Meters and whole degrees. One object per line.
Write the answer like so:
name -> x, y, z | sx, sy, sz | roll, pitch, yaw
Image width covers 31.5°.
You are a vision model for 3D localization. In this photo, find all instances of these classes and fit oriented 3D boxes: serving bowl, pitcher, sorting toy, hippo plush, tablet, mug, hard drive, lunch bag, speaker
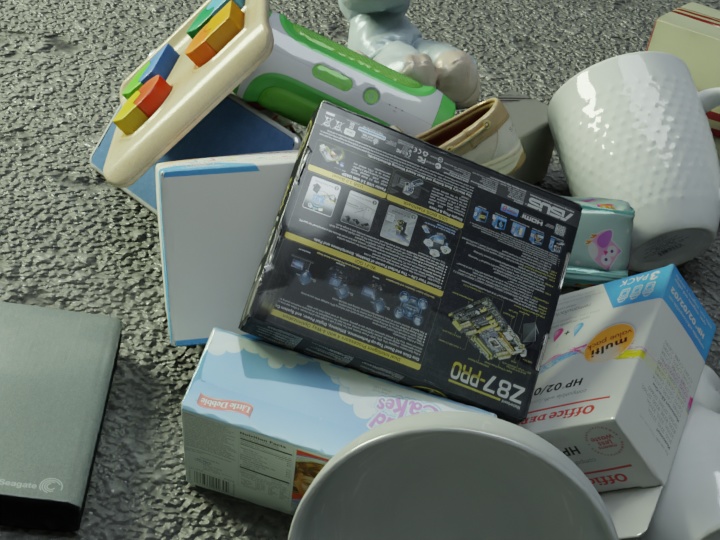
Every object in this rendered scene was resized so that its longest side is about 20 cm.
serving bowl -> 0.058, 0.166, 0.768 | 0.198, 0.202, 0.066 | 15, 26, 4
pitcher -> 0.213, 0.156, 0.917 | 0.170, 0.122, 0.200 | -12, 26, 0
sorting toy -> -0.150, -0.175, 1.089 | 0.036, 0.185, 0.200 | 43, 16, -26
hippo plush -> 0.040, -0.241, 1.272 | 0.158, 0.162, 0.200 | -2, 0, 0
tablet -> -0.153, -0.107, 1.160 | 0.199, 0.131, 0.014 | 34, 6, 28
mug -> 0.296, -0.105, 1.229 | 0.199, 0.148, 0.177 | -19, 65, 15
hard drive -> -0.252, 0.097, 0.906 | 0.138, 0.033, 0.201 | 8, 35, -7
lunch bag -> 0.148, -0.029, 1.115 | 0.159, 0.078, 0.200 | 4, 3, 1
speaker -> -0.018, -0.158, 1.146 | 0.199, 0.089, 0.089 | 25, 34, -6

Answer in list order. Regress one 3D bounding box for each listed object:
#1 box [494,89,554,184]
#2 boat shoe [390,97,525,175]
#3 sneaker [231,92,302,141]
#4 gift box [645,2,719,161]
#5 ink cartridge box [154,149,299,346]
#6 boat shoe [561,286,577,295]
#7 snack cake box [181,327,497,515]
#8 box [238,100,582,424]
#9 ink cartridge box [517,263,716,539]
box -> 0.118, -0.110, 1.278 | 0.068, 0.083, 0.199 | 29, 36, 26
boat shoe -> 0.038, -0.092, 1.087 | 0.198, 0.070, 0.074 | -21, 22, -4
sneaker -> -0.075, -0.105, 1.189 | 0.199, 0.105, 0.075 | 23, 32, 14
gift box -> 0.391, -0.166, 1.362 | 0.186, 0.186, 0.200 | 22, 31, 19
ink cartridge box -> -0.092, -0.025, 0.986 | 0.127, 0.126, 0.200 | -5, 8, -10
boat shoe -> 0.120, 0.055, 1.051 | 0.198, 0.073, 0.073 | -6, 40, -25
snack cake box -> -0.017, 0.120, 0.864 | 0.198, 0.115, 0.068 | 17, 55, 5
box -> 0.037, -0.003, 0.862 | 0.198, 0.049, 0.162 | 20, 70, -9
ink cartridge box -> 0.162, 0.094, 0.891 | 0.068, 0.115, 0.200 | 51, 45, -20
